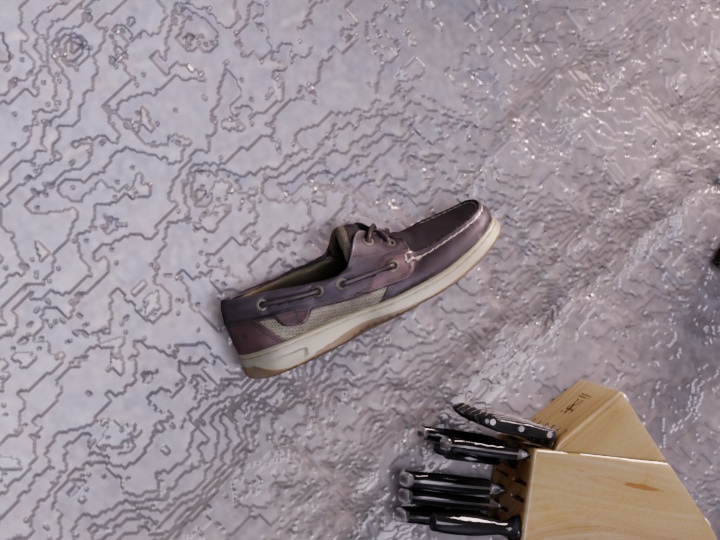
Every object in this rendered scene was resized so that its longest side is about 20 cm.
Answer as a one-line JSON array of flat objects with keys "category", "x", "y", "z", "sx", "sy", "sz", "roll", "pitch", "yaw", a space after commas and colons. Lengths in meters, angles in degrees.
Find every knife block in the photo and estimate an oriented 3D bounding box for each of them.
[{"category": "knife block", "x": 0.131, "y": 0.169, "z": 1.011, "sx": 0.176, "sy": 0.064, "sz": 0.200, "roll": -38, "pitch": 104, "yaw": -11}]

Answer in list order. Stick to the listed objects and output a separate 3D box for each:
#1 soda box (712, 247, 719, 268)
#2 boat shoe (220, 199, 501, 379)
[{"category": "soda box", "x": 0.345, "y": -0.073, "z": 1.058, "sx": 0.063, "sy": 0.071, "sz": 0.200, "roll": 33, "pitch": 83, "yaw": -16}, {"category": "boat shoe", "x": 0.000, "y": 0.000, "z": 0.953, "sx": 0.200, "sy": 0.072, "sz": 0.065, "roll": -29, "pitch": 107, "yaw": -8}]
